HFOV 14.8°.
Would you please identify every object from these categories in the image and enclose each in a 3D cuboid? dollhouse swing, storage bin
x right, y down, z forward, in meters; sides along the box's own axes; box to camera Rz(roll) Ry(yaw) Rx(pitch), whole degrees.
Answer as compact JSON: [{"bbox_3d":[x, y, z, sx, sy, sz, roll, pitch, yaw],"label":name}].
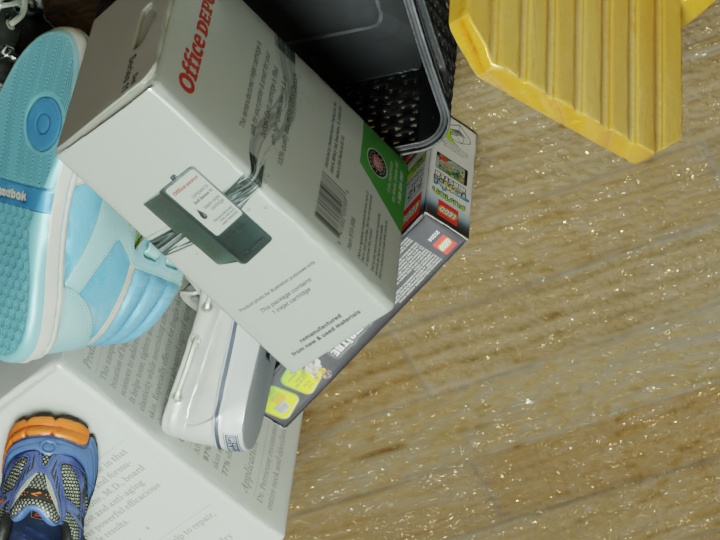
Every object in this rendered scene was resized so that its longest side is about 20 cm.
[{"bbox_3d":[0.156,-0.195,1.519,0.199,0.177,0.182,27,128,-34],"label":"dollhouse swing"},{"bbox_3d":[-0.050,-0.138,1.667,0.198,0.094,0.136,-10,127,14],"label":"storage bin"}]

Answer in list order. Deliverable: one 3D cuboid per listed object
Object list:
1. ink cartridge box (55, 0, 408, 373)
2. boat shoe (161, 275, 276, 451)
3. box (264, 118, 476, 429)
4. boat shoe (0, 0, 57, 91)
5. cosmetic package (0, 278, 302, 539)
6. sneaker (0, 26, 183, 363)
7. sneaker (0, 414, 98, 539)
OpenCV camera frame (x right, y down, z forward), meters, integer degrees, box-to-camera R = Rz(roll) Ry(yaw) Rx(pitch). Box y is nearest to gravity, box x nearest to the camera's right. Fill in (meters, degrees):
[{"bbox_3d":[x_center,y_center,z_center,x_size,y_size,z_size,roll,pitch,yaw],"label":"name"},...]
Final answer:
[{"bbox_3d":[-0.069,-0.064,1.576,0.083,0.147,0.200,-33,117,27],"label":"ink cartridge box"},{"bbox_3d":[-0.081,0.013,1.734,0.065,0.201,0.074,7,156,12],"label":"boat shoe"},{"bbox_3d":[0.000,0.000,1.759,0.035,0.110,0.200,31,124,-18],"label":"box"},{"bbox_3d":[-0.228,-0.153,1.682,0.199,0.074,0.068,30,124,6],"label":"boat shoe"},{"bbox_3d":[-0.164,0.102,1.819,0.166,0.168,0.200,-35,117,30],"label":"cosmetic package"},{"bbox_3d":[-0.157,-0.045,1.657,0.130,0.079,0.201,0,108,-44],"label":"sneaker"},{"bbox_3d":[-0.205,0.185,1.732,0.075,0.079,0.201,5,129,4],"label":"sneaker"}]
